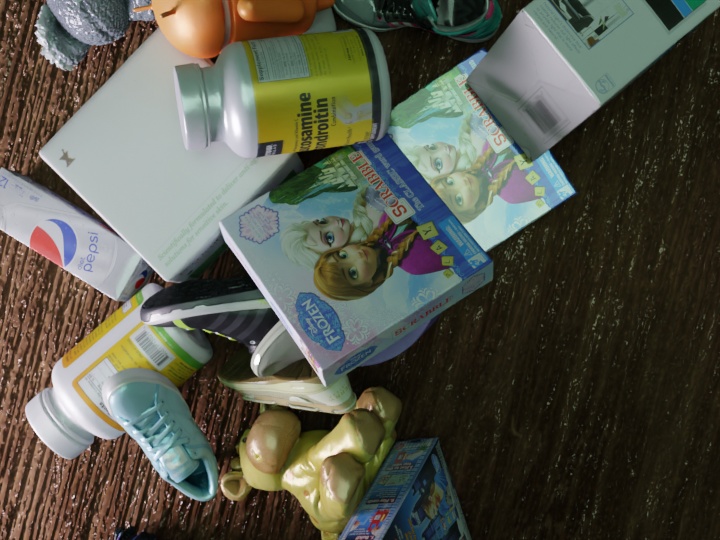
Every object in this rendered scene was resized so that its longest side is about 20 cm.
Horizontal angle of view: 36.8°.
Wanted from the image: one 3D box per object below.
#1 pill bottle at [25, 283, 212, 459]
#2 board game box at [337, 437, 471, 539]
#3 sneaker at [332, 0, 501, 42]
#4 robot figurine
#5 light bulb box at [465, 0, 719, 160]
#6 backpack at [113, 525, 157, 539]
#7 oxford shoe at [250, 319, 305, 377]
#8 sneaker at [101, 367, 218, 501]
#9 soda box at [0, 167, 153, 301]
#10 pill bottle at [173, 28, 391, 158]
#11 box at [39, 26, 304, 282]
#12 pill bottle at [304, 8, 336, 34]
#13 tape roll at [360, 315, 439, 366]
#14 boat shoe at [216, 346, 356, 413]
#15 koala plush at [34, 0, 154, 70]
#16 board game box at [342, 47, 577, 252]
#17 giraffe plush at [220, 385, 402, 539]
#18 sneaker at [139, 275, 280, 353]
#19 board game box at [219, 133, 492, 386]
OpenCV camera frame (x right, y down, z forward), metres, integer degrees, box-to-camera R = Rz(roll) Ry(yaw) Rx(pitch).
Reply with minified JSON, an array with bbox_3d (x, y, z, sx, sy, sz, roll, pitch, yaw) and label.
[{"bbox_3d":[-0.275,0.118,1.223,0.200,0.111,0.111,-40,88,2],"label":"pill bottle"},{"bbox_3d":[0.047,0.315,1.165,0.061,0.200,0.201,-12,101,35],"label":"board game box"},{"bbox_3d":[0.062,-0.302,1.208,0.198,0.121,0.084,8,90,2],"label":"sneaker"},{"bbox_3d":[-0.122,-0.280,1.084,0.199,0.117,0.144,-21,70,-25],"label":"robot figurine"},{"bbox_3d":[0.245,-0.245,1.143,0.200,0.198,0.125,-39,89,-15],"label":"light bulb box"},{"bbox_3d":[-0.271,0.394,1.177,0.134,0.200,0.183,35,90,2],"label":"backpack"},{"bbox_3d":[-0.024,0.055,1.114,0.199,0.075,0.058,-32,68,-3],"label":"oxford shoe"},{"bbox_3d":[-0.206,0.183,1.180,0.074,0.200,0.082,-38,44,-3],"label":"sneaker"},{"bbox_3d":[-0.333,-0.040,1.238,0.199,0.068,0.064,31,90,7],"label":"soda box"},{"bbox_3d":[-0.077,-0.170,1.055,0.199,0.112,0.113,-9,89,-11],"label":"pill bottle"},{"bbox_3d":[-0.198,-0.122,1.191,0.200,0.171,0.199,45,90,2],"label":"box"},{"bbox_3d":[-0.089,-0.288,1.217,0.114,0.114,0.201,-16,89,2],"label":"pill bottle"},{"bbox_3d":[0.000,0.000,1.203,0.198,0.085,0.202,3,99,15],"label":"tape roll"},{"bbox_3d":[-0.085,0.123,1.197,0.073,0.200,0.063,-48,119,-35],"label":"boat shoe"},{"bbox_3d":[-0.324,-0.339,1.209,0.176,0.184,0.201,-26,101,2],"label":"koala plush"},{"bbox_3d":[0.112,-0.117,1.245,0.199,0.041,0.201,-34,89,2],"label":"board game box"},{"bbox_3d":[-0.063,0.207,1.212,0.161,0.173,0.201,23,125,12],"label":"giraffe plush"},{"bbox_3d":[-0.133,0.054,1.150,0.198,0.072,0.083,-7,109,-2],"label":"sneaker"},{"bbox_3d":[-0.006,-0.020,1.077,0.199,0.041,0.200,-32,64,-12],"label":"board game box"}]
